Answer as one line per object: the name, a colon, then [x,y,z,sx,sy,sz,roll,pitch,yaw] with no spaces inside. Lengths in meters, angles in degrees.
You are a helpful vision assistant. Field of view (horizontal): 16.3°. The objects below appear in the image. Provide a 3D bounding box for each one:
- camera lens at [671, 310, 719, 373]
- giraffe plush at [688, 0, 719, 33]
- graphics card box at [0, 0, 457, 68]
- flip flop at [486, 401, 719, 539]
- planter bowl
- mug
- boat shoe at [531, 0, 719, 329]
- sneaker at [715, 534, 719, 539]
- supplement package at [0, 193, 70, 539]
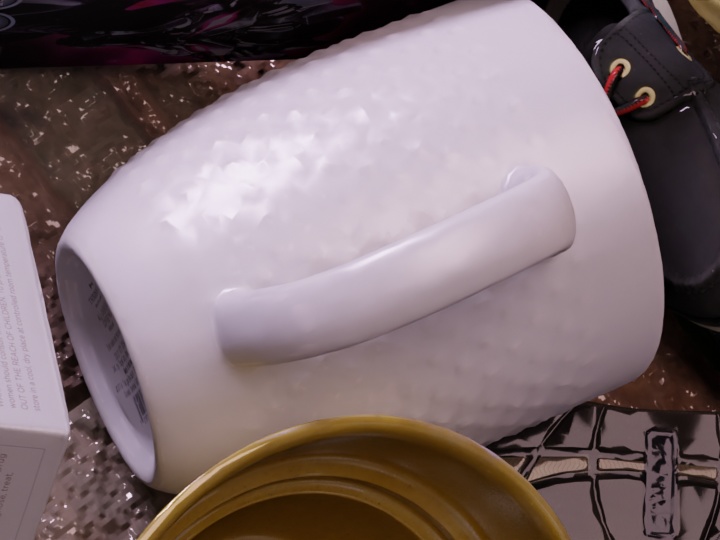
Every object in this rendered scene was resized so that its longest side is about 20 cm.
camera lens: [0.217,-0.043,0.980,0.160,0.160,0.200,41,57,-5]
giraffe plush: [0.163,-0.172,0.841,0.199,0.163,0.173,-1,33,-37]
graphics card box: [-0.054,-0.113,0.877,0.198,0.125,0.051,-2,77,-16]
flip flop: [0.118,0.094,0.941,0.198,0.058,0.082,9,71,-6]
planter bowl: [-0.023,0.142,0.814,0.199,0.083,0.202,-3,96,-30]
mug: [0.000,0.000,0.834,0.174,0.200,0.149,-21,95,-17]
boat shoe: [0.095,-0.052,0.898,0.063,0.074,0.202,23,27,-33]
sneaker: [0.137,0.158,0.863,0.074,0.082,0.201,31,84,-8]
supplement package: [-0.202,0.044,0.744,0.199,0.117,0.118,7,36,-23]
